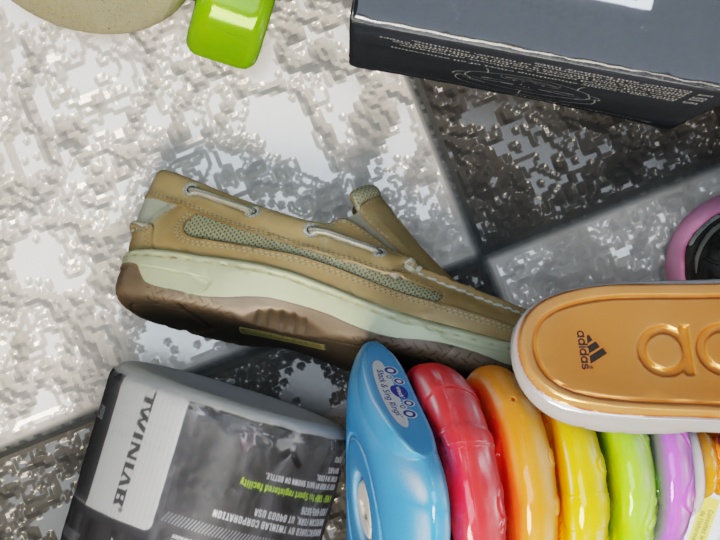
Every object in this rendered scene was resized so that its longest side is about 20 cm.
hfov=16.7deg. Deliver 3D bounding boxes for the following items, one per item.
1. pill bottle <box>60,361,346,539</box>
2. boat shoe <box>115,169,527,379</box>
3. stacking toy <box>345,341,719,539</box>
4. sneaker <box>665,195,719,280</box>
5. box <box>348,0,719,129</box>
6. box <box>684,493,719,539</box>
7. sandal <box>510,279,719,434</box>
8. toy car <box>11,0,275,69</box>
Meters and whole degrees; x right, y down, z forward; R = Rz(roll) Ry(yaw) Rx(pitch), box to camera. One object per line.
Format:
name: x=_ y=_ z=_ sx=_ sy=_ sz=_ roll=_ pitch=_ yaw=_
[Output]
pill bottle: x=-0.081 y=0.147 z=1.015 sx=0.106 sy=0.106 sz=0.201 roll=17 pitch=90 yaw=-1
boat shoe: x=0.000 y=0.000 z=1.036 sx=0.199 sy=0.072 sz=0.077 roll=14 pitch=75 yaw=-2
stacking toy: x=0.096 y=0.083 z=0.981 sx=0.199 sy=0.116 sz=0.110 roll=-6 pitch=121 yaw=-12
sneaker: x=0.212 y=0.047 z=1.022 sx=0.200 sy=0.095 sz=0.079 roll=40 pitch=89 yaw=-2
box: x=0.076 y=-0.126 z=0.965 sx=0.147 sy=0.200 sz=0.108 roll=11 pitch=89 yaw=-1
box: x=0.221 y=0.153 z=1.045 sx=0.199 sy=0.049 sz=0.083 roll=19 pitch=90 yaw=-1
sandal: x=0.162 y=0.026 z=0.936 sx=0.205 sy=0.059 sz=0.080 roll=-4 pitch=67 yaw=-10
toy car: x=-0.090 y=-0.213 z=1.019 sx=0.163 sy=0.158 sz=0.201 roll=17 pitch=62 yaw=-4
